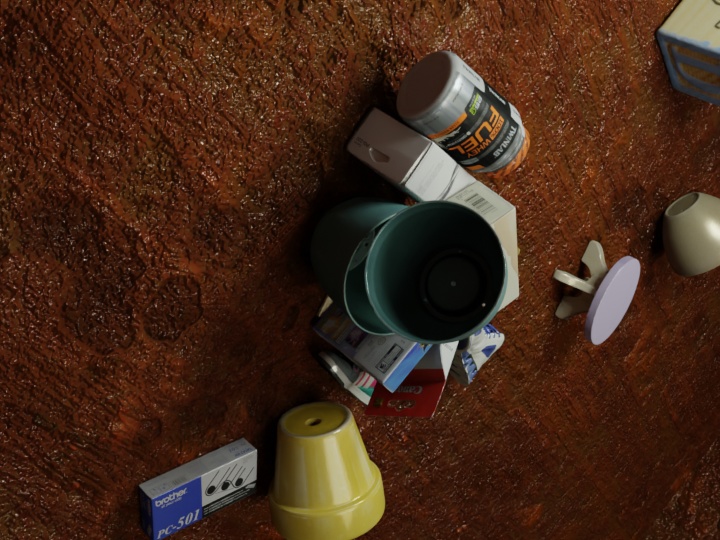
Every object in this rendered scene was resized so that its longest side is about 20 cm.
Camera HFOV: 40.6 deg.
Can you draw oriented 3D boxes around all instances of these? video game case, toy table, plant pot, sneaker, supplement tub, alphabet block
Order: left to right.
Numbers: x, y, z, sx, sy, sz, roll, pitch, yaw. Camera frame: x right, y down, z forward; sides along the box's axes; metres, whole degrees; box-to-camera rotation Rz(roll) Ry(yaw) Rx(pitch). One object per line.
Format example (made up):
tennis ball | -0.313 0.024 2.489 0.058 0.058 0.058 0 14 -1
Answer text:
plant pot | -0.067 0.337 1.677 0.201 0.201 0.189 -22 114 -35
sneaker | 0.008 0.156 1.695 0.121 0.084 0.200 -48 148 -3
plant pot | 0.015 -0.023 1.511 0.200 0.161 0.201 -17 120 -30
video game case | 0.049 0.070 1.583 0.200 0.181 0.045 -49 141 -7
plant pot | 0.122 0.012 1.392 0.200 0.200 0.134 -58 158 3
supplement tub | 0.159 -0.229 1.467 0.200 0.123 0.123 31 92 -36
sneaker | 0.222 0.126 1.910 0.115 0.081 0.200 -40 145 -25
toy table | 0.505 0.044 2.103 0.184 0.117 0.200 28 94 -50
plant pot | 0.779 -0.101 2.254 0.200 0.200 0.135 -43 103 -15
alphabet block | 0.741 -0.463 1.942 0.200 0.195 0.196 -50 142 -6

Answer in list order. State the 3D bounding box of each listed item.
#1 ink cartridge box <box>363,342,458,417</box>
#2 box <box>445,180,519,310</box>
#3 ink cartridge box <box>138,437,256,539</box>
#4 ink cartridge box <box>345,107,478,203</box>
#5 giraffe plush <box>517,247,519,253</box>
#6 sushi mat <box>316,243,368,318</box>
ink cartridge box | 0.078 0.141 1.602 0.050 0.162 0.200 41 59 -33
box | 0.189 -0.029 1.526 0.078 0.095 0.200 -33 140 -19
ink cartridge box | -0.262 0.357 1.590 0.200 0.044 0.094 -20 127 -36
ink cartridge box | 0.091 -0.155 1.522 0.085 0.146 0.200 -56 141 5
giraffe plush | 0.165 -0.029 1.706 0.162 0.172 0.200 -53 176 12
sushi mat | 0.000 0.000 1.640 0.096 0.012 0.200 14 105 -50
